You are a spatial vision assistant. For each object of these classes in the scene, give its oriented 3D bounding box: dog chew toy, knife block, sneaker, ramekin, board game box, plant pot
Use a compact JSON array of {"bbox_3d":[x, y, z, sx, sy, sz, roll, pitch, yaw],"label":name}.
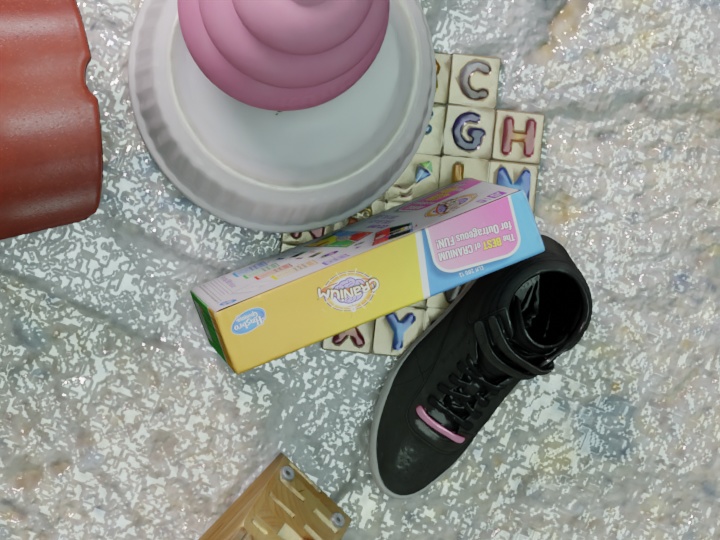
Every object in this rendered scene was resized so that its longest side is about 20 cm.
[{"bbox_3d":[-0.038,-0.154,1.320,0.124,0.200,0.125,0,91,-7],"label":"dog chew toy"},{"bbox_3d":[-0.110,0.228,1.510,0.064,0.175,0.200,44,41,-10],"label":"knife block"},{"bbox_3d":[0.074,0.063,1.496,0.071,0.099,0.200,35,89,-12],"label":"sneaker"},{"bbox_3d":[-0.045,-0.126,1.468,0.201,0.094,0.203,0,90,-7],"label":"ramekin"},{"bbox_3d":[0.000,0.000,1.453,0.199,0.153,0.040,-22,98,-6],"label":"board game box"},{"bbox_3d":[-0.263,-0.090,1.401,0.194,0.201,0.202,-8,95,-17],"label":"plant pot"}]

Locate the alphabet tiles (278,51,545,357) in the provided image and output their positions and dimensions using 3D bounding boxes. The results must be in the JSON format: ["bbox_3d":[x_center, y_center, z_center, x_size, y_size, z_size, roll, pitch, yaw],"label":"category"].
[{"bbox_3d":[0.033,-0.044,1.535,0.166,0.006,0.201,6,92,-9],"label":"alphabet tiles"}]
